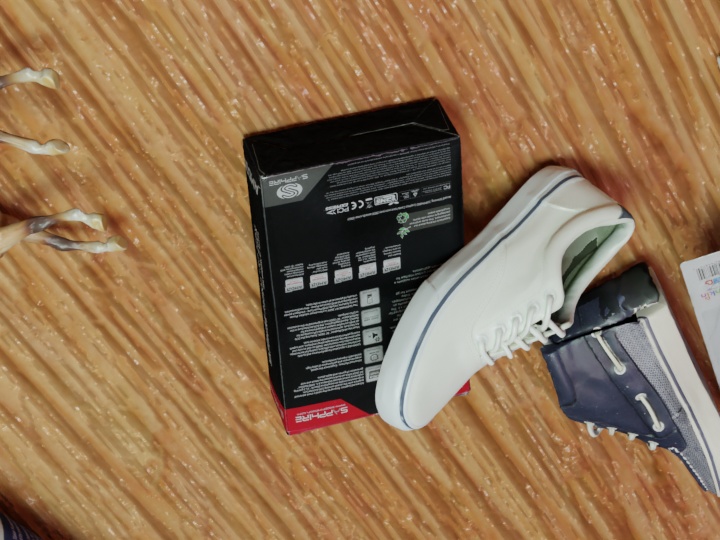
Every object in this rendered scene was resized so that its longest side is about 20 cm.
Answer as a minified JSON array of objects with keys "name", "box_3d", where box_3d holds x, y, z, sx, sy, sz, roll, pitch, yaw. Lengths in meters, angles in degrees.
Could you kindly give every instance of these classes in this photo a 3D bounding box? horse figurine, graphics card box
[{"name":"horse figurine","box_3d":[-0.215,-0.047,1.159,0.132,0.050,0.200,-8,137,9]},{"name":"graphics card box","box_3d":[0.000,0.000,1.270,0.125,0.051,0.200,-12,129,-9]}]

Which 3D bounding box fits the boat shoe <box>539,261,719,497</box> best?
[{"name":"boat shoe","box_3d":[0.185,0.088,1.388,0.093,0.075,0.200,-24,121,9]}]

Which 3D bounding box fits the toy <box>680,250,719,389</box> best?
[{"name":"toy","box_3d":[0.280,0.022,1.371,0.115,0.047,0.200,-19,143,8]}]

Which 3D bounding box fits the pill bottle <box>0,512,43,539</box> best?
[{"name":"pill bottle","box_3d":[-0.245,0.210,1.300,0.120,0.120,0.200,-40,126,12]}]

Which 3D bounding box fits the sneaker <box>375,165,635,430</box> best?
[{"name":"sneaker","box_3d":[0.088,0.020,1.244,0.200,0.071,0.073,-51,143,-16]}]

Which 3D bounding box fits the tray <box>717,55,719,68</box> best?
[{"name":"tray","box_3d":[0.302,-0.058,1.286,0.200,0.107,0.022,32,99,-33]}]
